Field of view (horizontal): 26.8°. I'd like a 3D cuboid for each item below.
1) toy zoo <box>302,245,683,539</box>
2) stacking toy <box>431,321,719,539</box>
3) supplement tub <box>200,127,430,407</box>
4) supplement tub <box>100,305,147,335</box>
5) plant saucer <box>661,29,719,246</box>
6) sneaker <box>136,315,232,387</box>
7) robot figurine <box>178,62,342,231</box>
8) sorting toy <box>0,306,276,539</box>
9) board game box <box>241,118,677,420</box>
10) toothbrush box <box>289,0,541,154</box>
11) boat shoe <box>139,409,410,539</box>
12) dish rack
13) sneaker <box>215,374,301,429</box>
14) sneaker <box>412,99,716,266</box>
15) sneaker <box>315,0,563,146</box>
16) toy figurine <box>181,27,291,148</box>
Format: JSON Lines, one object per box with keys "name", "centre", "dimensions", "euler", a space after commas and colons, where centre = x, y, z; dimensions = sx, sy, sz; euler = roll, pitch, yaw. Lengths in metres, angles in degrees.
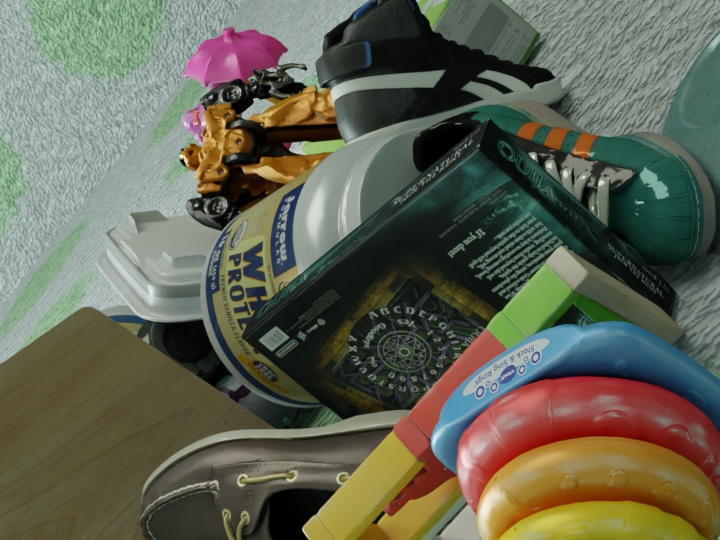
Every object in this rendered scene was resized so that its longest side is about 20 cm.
{"name": "toy zoo", "centre": [0.055, 0.083, 0.694], "dimensions": [0.200, 0.131, 0.020], "euler": [-48, 59, 10]}
{"name": "stacking toy", "centre": [0.089, 0.128, 0.559], "dimensions": [0.116, 0.110, 0.200], "euler": [-36, 33, 36]}
{"name": "supplement tub", "centre": [0.000, 0.000, 0.955], "dimensions": [0.200, 0.144, 0.145], "euler": [-28, 28, 55]}
{"name": "supplement tub", "centre": [-0.191, 0.138, 1.174], "dimensions": [0.145, 0.145, 0.200], "euler": [-40, 19, 34]}
{"name": "plant saucer", "centre": [0.216, -0.103, 0.781], "dimensions": [0.201, 0.039, 0.201], "euler": [-46, 18, 20]}
{"name": "sneaker", "centre": [-0.121, 0.060, 1.134], "dimensions": [0.079, 0.075, 0.200], "euler": [-44, -15, 25]}
{"name": "robot figurine", "centre": [-0.035, -0.084, 1.106], "dimensions": [0.200, 0.058, 0.145], "euler": [-3, 61, 15]}
{"name": "sorting toy", "centre": [-0.168, 0.142, 0.948], "dimensions": [0.200, 0.199, 0.070], "euler": [-40, -27, -43]}
{"name": "board game box", "centre": [0.047, 0.024, 0.796], "dimensions": [0.200, 0.135, 0.028], "euler": [-38, 18, 38]}
{"name": "toothbrush box", "centre": [0.039, -0.144, 1.259], "dimensions": [0.146, 0.086, 0.200], "euler": [-59, 18, -20]}
{"name": "boat shoe", "centre": [-0.041, 0.129, 0.836], "dimensions": [0.200, 0.072, 0.060], "euler": [-13, 33, 21]}
{"name": "dish rack", "centre": [-0.088, -0.016, 1.130], "dimensions": [0.172, 0.200, 0.044], "euler": [-141, 47, -60]}
{"name": "sneaker", "centre": [-0.072, 0.114, 1.081], "dimensions": [0.200, 0.088, 0.074], "euler": [-36, -17, -21]}
{"name": "sneaker", "centre": [0.102, -0.043, 0.807], "dimensions": [0.080, 0.072, 0.200], "euler": [-13, 22, -27]}
{"name": "sneaker", "centre": [0.057, -0.147, 1.032], "dimensions": [0.200, 0.112, 0.073], "euler": [-20, 0, -42]}
{"name": "toy figurine", "centre": [-0.094, -0.140, 1.437], "dimensions": [0.200, 0.184, 0.150], "euler": [-47, 17, 17]}
